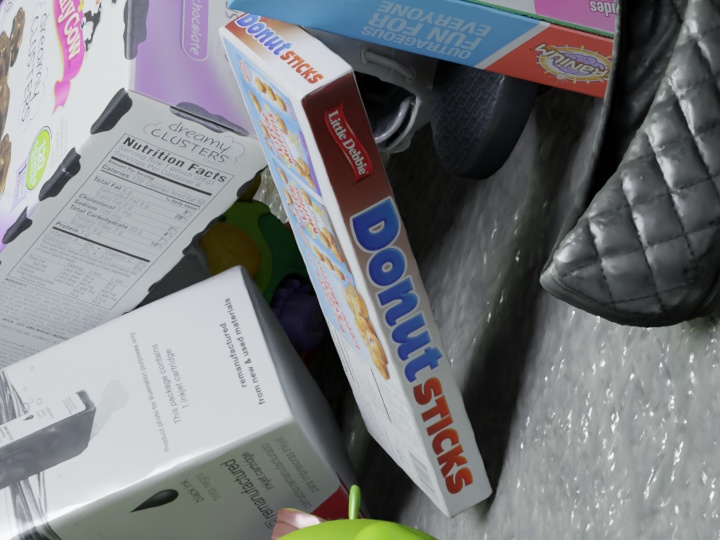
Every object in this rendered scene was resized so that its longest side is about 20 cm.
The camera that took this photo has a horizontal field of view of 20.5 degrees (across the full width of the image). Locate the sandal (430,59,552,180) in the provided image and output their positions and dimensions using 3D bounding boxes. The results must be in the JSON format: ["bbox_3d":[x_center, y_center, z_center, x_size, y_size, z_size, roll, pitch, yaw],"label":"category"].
[{"bbox_3d":[0.075,-0.126,0.783,0.076,0.043,0.200,-35,36,61],"label":"sandal"}]

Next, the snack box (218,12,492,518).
[{"bbox_3d":[0.000,0.000,0.742,0.072,0.024,0.200,45,159,52],"label":"snack box"}]

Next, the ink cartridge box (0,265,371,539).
[{"bbox_3d":[-0.110,0.100,0.864,0.144,0.200,0.084,62,-174,-57],"label":"ink cartridge box"}]

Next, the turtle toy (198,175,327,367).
[{"bbox_3d":[-0.071,0.039,1.044,0.146,0.101,0.200,-54,23,29],"label":"turtle toy"}]

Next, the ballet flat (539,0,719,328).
[{"bbox_3d":[0.094,-0.080,0.634,0.066,0.057,0.200,138,141,-64],"label":"ballet flat"}]

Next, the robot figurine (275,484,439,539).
[{"bbox_3d":[0.001,0.167,0.675,0.200,0.115,0.176,-100,21,-54],"label":"robot figurine"}]

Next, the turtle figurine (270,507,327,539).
[{"bbox_3d":[-0.039,0.190,0.807,0.064,0.200,0.161,0,49,35],"label":"turtle figurine"}]

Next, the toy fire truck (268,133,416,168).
[{"bbox_3d":[-0.031,-0.169,0.933,0.200,0.128,0.176,58,-153,-51],"label":"toy fire truck"}]

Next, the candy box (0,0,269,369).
[{"bbox_3d":[-0.112,-0.071,0.849,0.200,0.071,0.168,-44,36,41],"label":"candy box"}]

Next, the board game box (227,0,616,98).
[{"bbox_3d":[0.038,-0.173,0.721,0.040,0.153,0.200,133,145,-62],"label":"board game box"}]

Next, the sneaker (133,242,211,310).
[{"bbox_3d":[-0.104,-0.033,0.957,0.200,0.074,0.116,35,108,61],"label":"sneaker"}]

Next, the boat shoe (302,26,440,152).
[{"bbox_3d":[0.008,-0.085,0.817,0.200,0.072,0.069,51,-131,-79],"label":"boat shoe"}]
